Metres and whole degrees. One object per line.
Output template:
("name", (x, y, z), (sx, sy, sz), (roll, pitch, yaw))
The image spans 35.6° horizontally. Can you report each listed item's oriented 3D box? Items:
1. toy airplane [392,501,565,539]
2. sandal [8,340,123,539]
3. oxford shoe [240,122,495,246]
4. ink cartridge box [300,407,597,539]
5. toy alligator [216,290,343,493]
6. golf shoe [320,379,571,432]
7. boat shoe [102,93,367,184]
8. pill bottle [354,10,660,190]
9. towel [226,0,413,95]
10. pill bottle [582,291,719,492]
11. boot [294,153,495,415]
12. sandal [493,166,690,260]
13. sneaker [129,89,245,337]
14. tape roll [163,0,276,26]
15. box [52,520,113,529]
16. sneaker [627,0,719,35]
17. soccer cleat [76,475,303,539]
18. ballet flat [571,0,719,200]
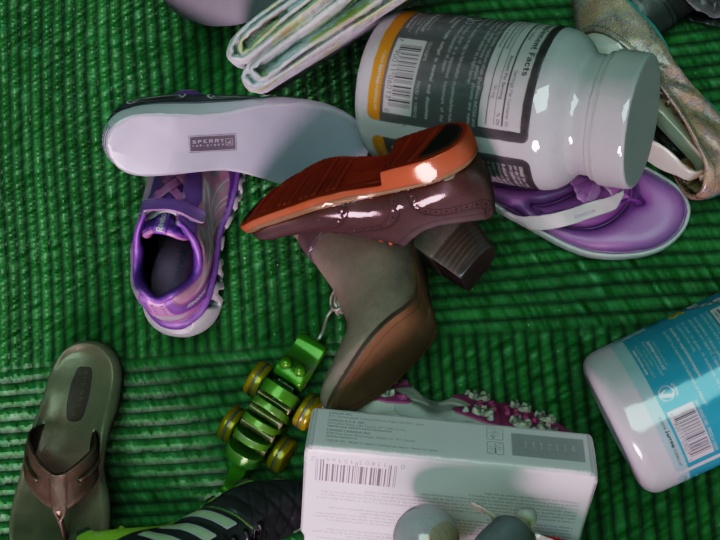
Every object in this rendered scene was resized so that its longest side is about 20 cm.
("toy airplane", (0.051, 0.223, 0.727), (0.200, 0.199, 0.141), (-29, 70, 11))
("sandal", (-0.234, 0.147, 0.878), (0.080, 0.057, 0.201), (0, 68, 3))
("oxford shoe", (0.001, -0.042, 0.803), (0.200, 0.071, 0.073), (-12, 120, 34))
("ink cartridge box", (0.056, 0.186, 0.820), (0.200, 0.045, 0.176), (6, 126, 1))
("toy alligator", (-0.059, 0.091, 0.879), (0.059, 0.054, 0.200), (31, 89, 10))
("golf shoe", (0.064, 0.136, 0.854), (0.200, 0.075, 0.092), (9, 98, 14))
("boat shoe", (-0.096, -0.105, 0.861), (0.200, 0.066, 0.070), (-4, 120, -11))
("pill bottle", (0.106, -0.121, 0.811), (0.200, 0.116, 0.117), (13, 86, 24))
("towel", (-0.017, -0.193, 0.832), (0.171, 0.200, 0.048), (-32, 97, 3))
("pill bottle", (0.270, 0.070, 0.801), (0.200, 0.111, 0.111), (-26, 81, 5))
("boot", (0.000, 0.000, 0.857), (0.146, 0.070, 0.200), (36, 70, 30))
("sandal", (0.151, -0.062, 0.864), (0.202, 0.050, 0.083), (18, 87, 12))
("sneaker", (-0.143, -0.049, 0.891), (0.080, 0.088, 0.201), (3, 83, 11))
("tape roll", (-0.088, -0.287, 0.874), (0.200, 0.066, 0.201), (-14, 53, 19))
("box", (-0.211, 0.308, 0.888), (0.119, 0.041, 0.200), (14, 88, 10))
("sneaker", (0.231, -0.259, 0.871), (0.104, 0.060, 0.200), (-34, 85, 5))
("soccer cleat", (-0.118, 0.212, 0.834), (0.200, 0.068, 0.081), (-13, 39, -22))
("ballet flat", (0.213, -0.135, 0.849), (0.067, 0.068, 0.200), (-36, 78, -19))
